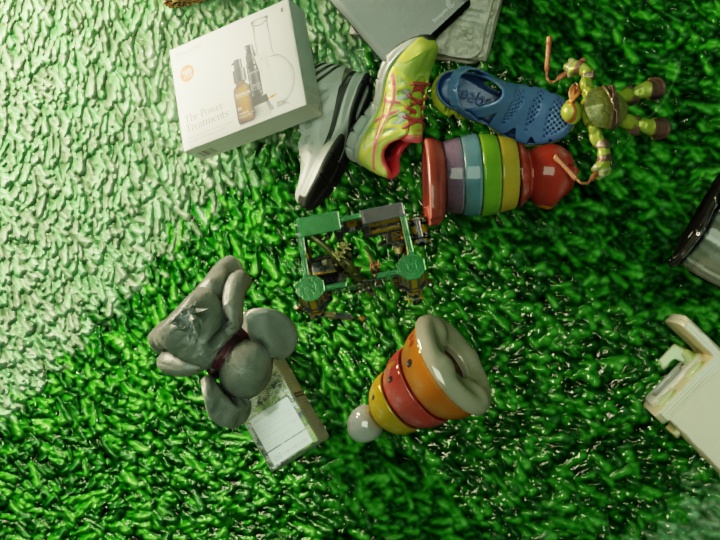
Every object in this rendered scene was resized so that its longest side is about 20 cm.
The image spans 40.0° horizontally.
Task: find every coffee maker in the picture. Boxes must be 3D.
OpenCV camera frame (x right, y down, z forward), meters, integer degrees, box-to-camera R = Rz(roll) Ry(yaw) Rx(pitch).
[{"bbox_3d":[0.513,-0.037,1.213,0.198,0.135,0.194,32,92,8],"label":"coffee maker"}]

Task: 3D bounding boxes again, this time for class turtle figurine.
[{"bbox_3d":[0.314,-0.214,1.258,0.158,0.064,0.204,-6,75,-20],"label":"turtle figurine"}]

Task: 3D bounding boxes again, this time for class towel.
[{"bbox_3d":[0.093,-0.361,1.340,0.197,0.034,0.135,16,90,10],"label":"towel"}]

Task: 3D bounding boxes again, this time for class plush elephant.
[{"bbox_3d":[-0.166,0.094,1.226,0.165,0.200,0.155,-45,99,-1],"label":"plush elephant"}]

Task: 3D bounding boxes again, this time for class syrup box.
[{"bbox_3d":[-0.129,0.160,1.330,0.078,0.081,0.202,-32,81,5],"label":"syrup box"}]

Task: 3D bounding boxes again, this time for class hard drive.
[{"bbox_3d":[0.033,-0.382,1.318,0.139,0.033,0.201,-41,82,6],"label":"hard drive"}]

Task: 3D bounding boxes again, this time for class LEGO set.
[{"bbox_3d":[0.000,0.000,1.293,0.197,0.116,0.156,-18,60,-4],"label":"LEGO set"}]

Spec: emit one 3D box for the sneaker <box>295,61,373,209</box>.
[{"bbox_3d":[-0.069,-0.189,1.348,0.114,0.076,0.203,21,83,17],"label":"sneaker"}]

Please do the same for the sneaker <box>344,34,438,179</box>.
[{"bbox_3d":[0.059,-0.209,1.290,0.090,0.077,0.202,44,123,29],"label":"sneaker"}]

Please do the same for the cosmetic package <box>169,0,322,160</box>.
[{"bbox_3d":[-0.157,-0.255,1.332,0.197,0.051,0.154,-17,74,23],"label":"cosmetic package"}]

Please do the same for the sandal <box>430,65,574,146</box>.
[{"bbox_3d":[0.185,-0.217,1.295,0.196,0.087,0.081,15,88,7],"label":"sandal"}]

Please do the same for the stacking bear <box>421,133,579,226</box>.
[{"bbox_3d":[0.181,-0.121,1.285,0.196,0.121,0.116,-2,95,-1],"label":"stacking bear"}]

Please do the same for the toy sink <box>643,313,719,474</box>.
[{"bbox_3d":[0.426,0.165,1.221,0.112,0.130,0.200,-45,83,5],"label":"toy sink"}]

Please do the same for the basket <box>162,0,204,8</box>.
[{"bbox_3d":[-0.215,-0.490,1.378,0.141,0.149,0.204,-13,85,-25],"label":"basket"}]

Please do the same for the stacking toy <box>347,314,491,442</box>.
[{"bbox_3d":[0.059,0.167,1.292,0.199,0.146,0.147,-38,83,21],"label":"stacking toy"}]
